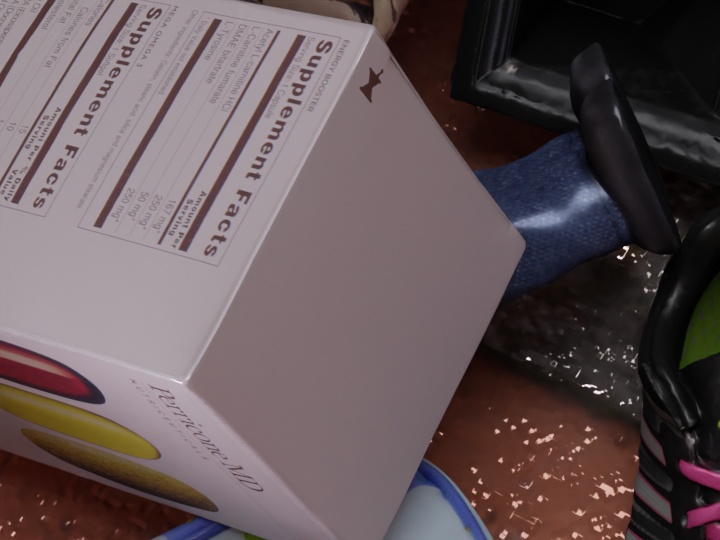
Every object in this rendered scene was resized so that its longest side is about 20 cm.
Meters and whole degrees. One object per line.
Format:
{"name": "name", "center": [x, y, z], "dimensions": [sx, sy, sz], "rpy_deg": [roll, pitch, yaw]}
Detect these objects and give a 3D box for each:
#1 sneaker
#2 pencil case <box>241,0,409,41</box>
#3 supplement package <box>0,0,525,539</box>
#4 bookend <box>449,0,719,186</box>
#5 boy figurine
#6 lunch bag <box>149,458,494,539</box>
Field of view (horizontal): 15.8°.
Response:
{"name": "sneaker", "center": [0.113, 0.065, 0.769], "dimensions": [0.073, 0.088, 0.201], "rpy_deg": [2, 59, 5]}
{"name": "pencil case", "center": [0.008, -0.164, 0.824], "dimensions": [0.089, 0.078, 0.201], "rpy_deg": [30, 61, -4]}
{"name": "supplement package", "center": [-0.075, -0.010, 0.736], "dimensions": [0.199, 0.114, 0.110], "rpy_deg": [14, 67, 36]}
{"name": "bookend", "center": [0.148, -0.127, 0.811], "dimensions": [0.199, 0.200, 0.092], "rpy_deg": [20, 33, 15]}
{"name": "boy figurine", "center": [0.000, 0.000, 0.814], "dimensions": [0.199, 0.065, 0.125], "rpy_deg": [-23, 23, 12]}
{"name": "lunch bag", "center": [-0.033, 0.151, 0.728], "dimensions": [0.199, 0.083, 0.161], "rpy_deg": [-27, 63, -11]}
